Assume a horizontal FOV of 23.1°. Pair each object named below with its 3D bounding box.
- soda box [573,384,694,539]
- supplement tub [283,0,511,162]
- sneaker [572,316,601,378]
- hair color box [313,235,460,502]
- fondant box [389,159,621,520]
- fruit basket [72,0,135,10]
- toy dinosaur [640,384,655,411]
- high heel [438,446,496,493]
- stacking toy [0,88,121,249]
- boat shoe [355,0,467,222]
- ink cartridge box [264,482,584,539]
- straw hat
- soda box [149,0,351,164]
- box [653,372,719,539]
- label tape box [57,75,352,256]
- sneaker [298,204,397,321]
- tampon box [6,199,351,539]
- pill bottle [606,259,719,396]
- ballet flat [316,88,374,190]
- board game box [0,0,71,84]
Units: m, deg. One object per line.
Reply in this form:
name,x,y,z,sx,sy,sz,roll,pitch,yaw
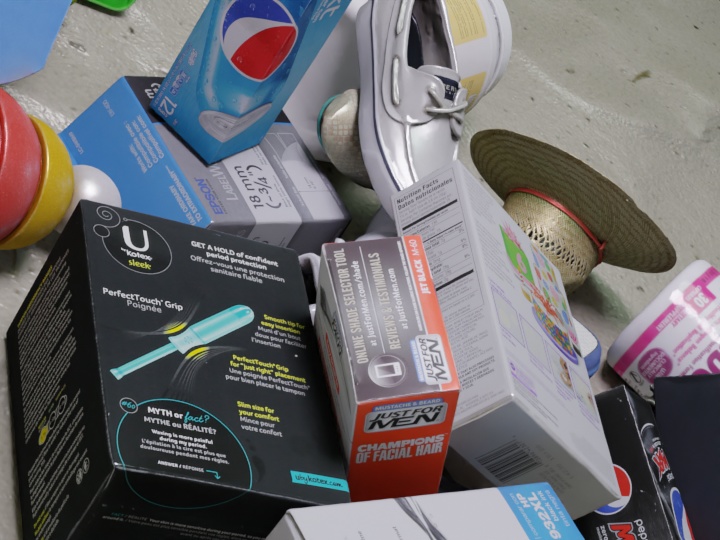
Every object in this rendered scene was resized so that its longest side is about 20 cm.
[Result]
soda box,0.182,0.183,1.160,0.063,0.070,0.201,30,41,-60
supplement tub,0.021,-0.176,1.415,0.145,0.146,0.200,47,36,14
sneaker,0.109,0.019,1.321,0.199,0.088,0.076,26,34,-18
hair color box,0.008,0.085,1.048,0.063,0.201,0.111,-7,54,-9
fondant box,0.092,0.048,1.135,0.144,0.058,0.201,43,28,-42
fruit basket,-0.240,-0.272,1.314,0.214,0.156,0.216,25,19,-9
toy dinosaur,0.218,0.140,1.284,0.200,0.048,0.088,-35,68,-24
high heel,0.101,0.110,1.219,0.142,0.071,0.201,28,49,-8
stacking toy,-0.231,-0.060,1.101,0.199,0.146,0.147,18,37,-49
boat shoe,0.044,-0.119,1.237,0.072,0.066,0.201,22,52,-36
ink cartridge box,0.019,0.199,0.986,0.199,0.145,0.084,0,48,-40
straw hat,0.145,-0.021,1.392,0.200,0.201,0.085,33,76,-6
soda box,-0.060,-0.169,1.177,0.064,0.200,0.068,43,34,12
box,0.279,0.172,1.218,0.140,0.079,0.202,4,82,-41
label tape box,-0.122,-0.065,1.236,0.199,0.063,0.145,-4,51,-44
sneaker,0.000,0.000,1.202,0.115,0.075,0.201,48,42,-37
tampon box,-0.111,0.084,1.020,0.149,0.126,0.201,14,41,-28
pill bottle,0.298,0.098,1.371,0.200,0.114,0.113,45,36,11
ballet flat,0.038,-0.079,1.311,0.062,0.068,0.200,20,-7,32
board game box,-0.258,-0.220,1.228,0.157,0.201,0.039,20,-7,13
